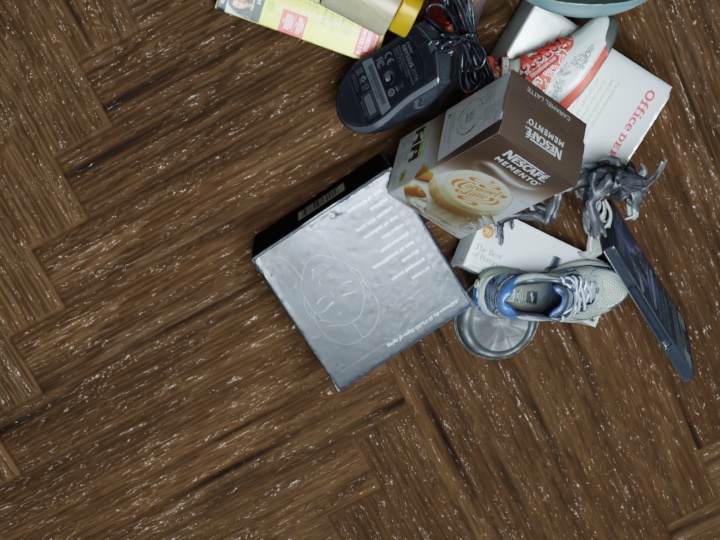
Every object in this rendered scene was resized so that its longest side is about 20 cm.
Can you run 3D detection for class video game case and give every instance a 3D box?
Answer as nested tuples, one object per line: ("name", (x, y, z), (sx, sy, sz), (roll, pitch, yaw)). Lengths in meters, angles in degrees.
("video game case", (0.356, 0.023, 1.328), (0.019, 0.143, 0.201), (-29, 106, 23))

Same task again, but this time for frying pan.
("frying pan", (0.192, 0.030, 1.377), (0.113, 0.031, 0.192), (20, 105, -11))

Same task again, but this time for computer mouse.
("computer mouse", (0.062, -0.217, 1.212), (0.198, 0.052, 0.141), (-25, 72, 29))

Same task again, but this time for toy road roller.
("toy road roller", (0.027, -0.364, 1.167), (0.121, 0.201, 0.147), (24, 125, -10))

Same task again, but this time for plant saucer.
("plant saucer", (0.250, -0.328, 1.206), (0.197, 0.202, 0.039), (-5, 129, -3))

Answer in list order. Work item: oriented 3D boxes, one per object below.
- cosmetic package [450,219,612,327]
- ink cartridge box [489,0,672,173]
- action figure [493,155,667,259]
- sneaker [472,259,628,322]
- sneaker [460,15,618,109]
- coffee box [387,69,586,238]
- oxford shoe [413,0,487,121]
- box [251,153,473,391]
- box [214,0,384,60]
("cosmetic package", (0.220, -0.006, 1.340), (0.198, 0.051, 0.084), (23, 87, -15))
("ink cartridge box", (0.246, -0.211, 1.283), (0.198, 0.086, 0.149), (30, 103, -13))
("action figure", (0.258, -0.074, 1.234), (0.197, 0.119, 0.104), (-8, 104, 25))
("sneaker", (0.239, 0.034, 1.279), (0.196, 0.085, 0.079), (-5, 99, -14))
("sneaker", (0.191, -0.223, 1.197), (0.107, 0.067, 0.202), (33, 107, -14))
("coffee box", (0.134, -0.120, 1.159), (0.113, 0.199, 0.081), (28, 61, -23))
("oxford shoe", (0.108, -0.272, 1.274), (0.072, 0.071, 0.201), (25, 108, -30))
("box", (0.000, 0.000, 1.301), (0.198, 0.124, 0.198), (-32, 104, 4))
("box", (-0.066, -0.308, 1.249), (0.197, 0.050, 0.076), (19, 103, -10))
